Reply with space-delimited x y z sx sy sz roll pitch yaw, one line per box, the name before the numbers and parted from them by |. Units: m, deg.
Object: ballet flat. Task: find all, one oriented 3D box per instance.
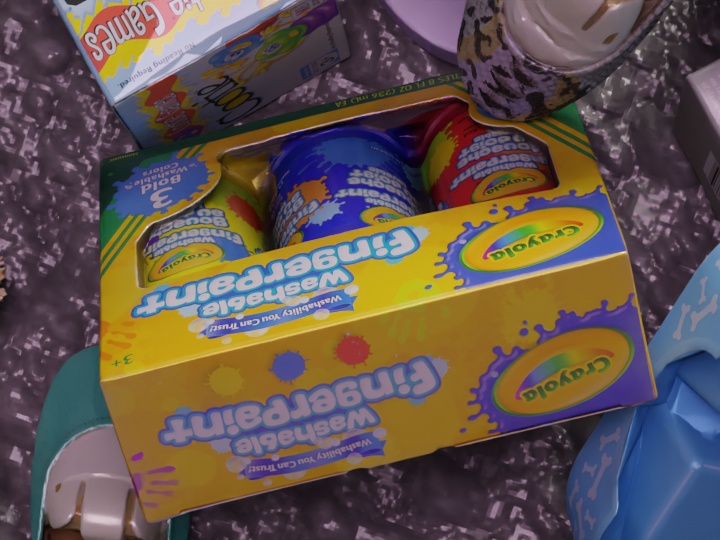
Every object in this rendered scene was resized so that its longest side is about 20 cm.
ballet flat | -0.103 0.126 0.968 0.067 0.070 0.201 4 78 -7
ballet flat | 0.099 -0.127 0.876 0.072 0.072 0.200 48 116 12

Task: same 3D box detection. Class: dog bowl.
dog bowl | 0.151 0.058 0.921 0.201 0.111 0.050 -61 34 26

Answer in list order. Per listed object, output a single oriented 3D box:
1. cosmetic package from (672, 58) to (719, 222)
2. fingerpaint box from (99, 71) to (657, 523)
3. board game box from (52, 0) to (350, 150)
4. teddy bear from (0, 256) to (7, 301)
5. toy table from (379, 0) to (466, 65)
cosmetic package | 0.239 -0.070 0.975 0.199 0.090 0.107 -25 77 -4
fingerpaint box | 0.000 0.000 0.938 0.199 0.074 0.167 -13 33 3
board game box | -0.099 -0.164 1.013 0.103 0.105 0.201 -29 78 -2
teddy bear | -0.223 0.065 1.003 0.144 0.067 0.201 5 72 -3
toy table | 0.051 -0.199 1.001 0.183 0.117 0.201 -12 76 2
